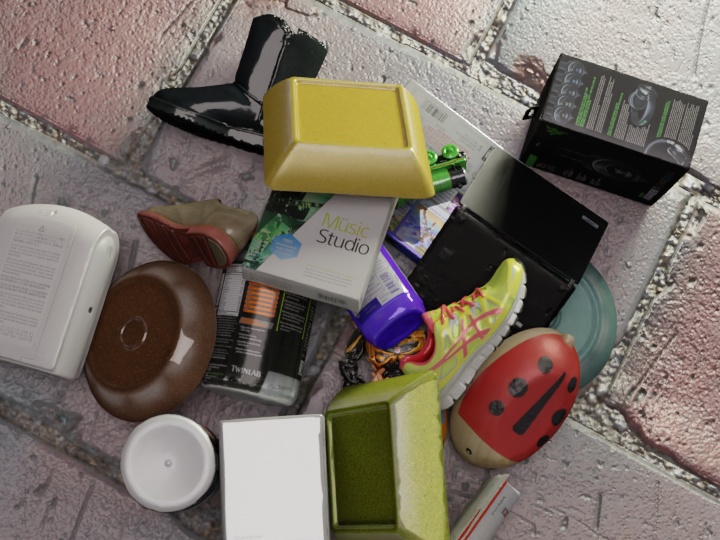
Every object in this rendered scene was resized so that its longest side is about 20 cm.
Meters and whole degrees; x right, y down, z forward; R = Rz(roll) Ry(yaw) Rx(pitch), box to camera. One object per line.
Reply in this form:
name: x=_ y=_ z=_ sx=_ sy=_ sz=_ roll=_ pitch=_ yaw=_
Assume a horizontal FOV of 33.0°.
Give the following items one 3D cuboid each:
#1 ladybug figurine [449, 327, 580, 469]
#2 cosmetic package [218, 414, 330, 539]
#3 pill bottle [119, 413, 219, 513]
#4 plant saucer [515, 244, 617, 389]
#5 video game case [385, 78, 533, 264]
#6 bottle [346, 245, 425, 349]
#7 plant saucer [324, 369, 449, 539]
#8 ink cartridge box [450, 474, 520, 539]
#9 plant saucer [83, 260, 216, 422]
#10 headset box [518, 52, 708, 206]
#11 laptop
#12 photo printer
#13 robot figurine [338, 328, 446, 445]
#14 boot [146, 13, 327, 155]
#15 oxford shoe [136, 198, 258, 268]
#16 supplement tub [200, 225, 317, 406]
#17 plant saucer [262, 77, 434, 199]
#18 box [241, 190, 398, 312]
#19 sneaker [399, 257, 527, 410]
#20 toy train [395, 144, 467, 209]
ladybug figurine: x=0.191 y=0.158 z=1.456 sx=0.135 sy=0.072 sz=0.201 roll=32 pitch=100 yaw=-20
cosmetic package: x=-0.095 y=0.273 z=1.390 sx=0.122 sy=0.199 sz=0.202 roll=-2 pitch=79 yaw=-2
pill bottle: x=-0.210 y=0.223 z=1.396 sx=0.105 sy=0.200 sz=0.107 roll=0 pitch=80 yaw=-3
plant saucer: x=0.227 y=0.059 z=1.524 sx=0.198 sy=0.036 sz=0.202 roll=0 pitch=79 yaw=-1
video game case: x=0.087 y=-0.112 z=1.548 sx=0.199 sy=0.045 sz=0.182 roll=38 pitch=79 yaw=6
bottle: x=0.000 y=0.000 z=1.487 sx=0.083 sy=0.065 sz=0.201 roll=-37 pitch=59 yaw=3
plant saucer: x=0.018 y=0.222 z=1.370 sx=0.048 sy=0.199 sz=0.202 roll=3 pitch=78 yaw=-33
ink cartridge box: x=0.127 y=0.310 z=1.388 sx=0.050 sy=0.200 sz=0.163 roll=37 pitch=81 yaw=4
plant saucer: x=-0.264 y=0.079 z=1.458 sx=0.199 sy=0.037 sz=0.202 roll=-10 pitch=68 yaw=26
headset box: x=0.299 y=-0.172 z=1.499 sx=0.198 sy=0.174 sz=0.094 roll=19 pitch=79 yaw=1
laptop: x=0.180 y=-0.018 z=1.508 sx=0.177 sy=0.103 sz=0.201 roll=34 pitch=105 yaw=1
photo printer: x=-0.388 y=0.019 z=1.479 sx=0.165 sy=0.069 sz=0.202 roll=11 pitch=78 yaw=22
robot figurine: x=0.046 y=0.158 z=1.487 sx=0.143 sy=0.058 sz=0.202 roll=-1 pitch=80 yaw=-3
boot: x=-0.155 y=-0.246 z=1.550 sx=0.198 sy=0.076 sz=0.170 roll=17 pitch=83 yaw=-5
oxford shoe: x=-0.198 y=-0.052 z=1.484 sx=0.199 sy=0.071 sz=0.075 roll=16 pitch=51 yaw=44
supplement tub: x=-0.117 y=0.055 z=1.471 sx=0.121 sy=0.123 sz=0.202 roll=12 pitch=78 yaw=1
plant saucer: x=-0.015 y=-0.168 z=1.442 sx=0.198 sy=0.049 sz=0.201 roll=3 pitch=40 yaw=-8
box: x=-0.040 y=-0.061 z=1.430 sx=0.143 sy=0.036 sz=0.201 roll=15 pitch=62 yaw=8
sneaker: x=0.119 y=0.063 z=1.426 sx=0.090 sy=0.078 sz=0.201 roll=34 pitch=93 yaw=-8
toy train: x=0.041 y=-0.103 z=1.494 sx=0.198 sy=0.042 sz=0.057 roll=-16 pitch=56 yaw=-5
